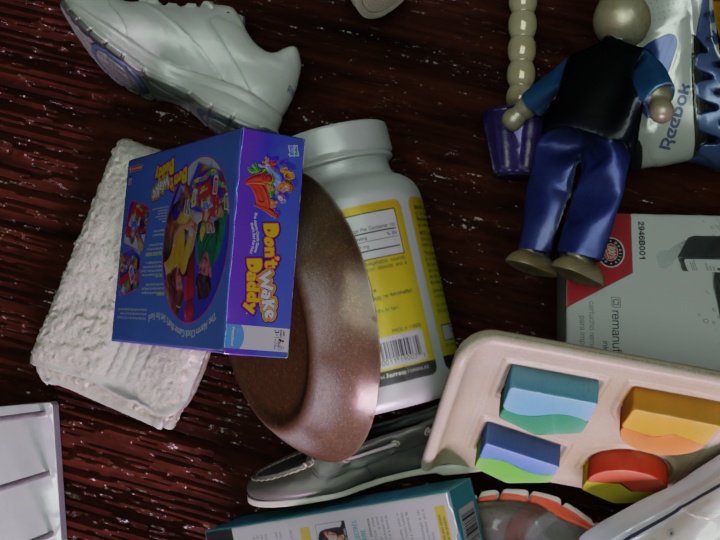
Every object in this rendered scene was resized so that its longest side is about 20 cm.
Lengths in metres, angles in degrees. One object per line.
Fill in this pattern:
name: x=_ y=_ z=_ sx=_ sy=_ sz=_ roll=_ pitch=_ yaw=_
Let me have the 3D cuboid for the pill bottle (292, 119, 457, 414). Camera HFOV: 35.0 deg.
pill bottle: x=0.000 y=0.000 z=0.825 sx=0.111 sy=0.112 sz=0.202 roll=-13 pitch=85 yaw=5

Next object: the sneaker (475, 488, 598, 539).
sneaker: x=0.139 y=0.214 z=0.795 sx=0.198 sy=0.082 sz=0.078 roll=8 pitch=128 yaw=16

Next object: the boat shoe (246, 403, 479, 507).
boat shoe: x=0.011 y=0.126 z=0.839 sx=0.198 sy=0.067 sz=0.058 roll=-11 pitch=96 yaw=-1

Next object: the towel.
towel: x=-0.164 y=0.010 z=0.881 sx=0.131 sy=0.034 sz=0.202 roll=20 pitch=89 yaw=6

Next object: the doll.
doll: x=0.150 y=-0.095 z=0.770 sx=0.136 sy=0.048 sz=0.202 roll=11 pitch=81 yaw=47

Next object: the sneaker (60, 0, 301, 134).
sneaker: x=-0.136 y=-0.170 z=0.879 sx=0.199 sy=0.075 sz=0.088 roll=28 pitch=78 yaw=0

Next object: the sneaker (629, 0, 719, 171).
sneaker: x=0.196 y=-0.160 z=0.829 sx=0.114 sy=0.081 sz=0.202 roll=-13 pitch=87 yaw=3

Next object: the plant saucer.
plant saucer: x=-0.052 y=0.034 z=0.777 sx=0.036 sy=0.200 sz=0.203 roll=-10 pitch=85 yaw=-30

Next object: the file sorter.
file sorter: x=-0.304 y=0.207 z=0.840 sx=0.137 sy=0.125 sz=0.203 roll=-5 pitch=87 yaw=6

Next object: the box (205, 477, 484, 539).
box: x=-0.010 y=0.207 z=0.816 sx=0.198 sy=0.049 sz=0.083 roll=-14 pitch=86 yaw=24

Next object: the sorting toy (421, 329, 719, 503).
sorting toy: x=0.145 y=0.105 z=0.727 sx=0.197 sy=0.186 sz=0.037 roll=6 pitch=58 yaw=-1

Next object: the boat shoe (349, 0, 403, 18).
boat shoe: x=0.054 y=-0.279 z=0.858 sx=0.200 sy=0.072 sz=0.068 roll=-41 pitch=59 yaw=-3

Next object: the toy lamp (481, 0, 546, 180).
toy lamp: x=0.119 y=-0.169 z=0.851 sx=0.057 sy=0.058 sz=0.203 roll=1 pitch=85 yaw=6

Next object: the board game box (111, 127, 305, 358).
board game box: x=-0.108 y=-0.014 z=0.768 sx=0.044 sy=0.199 sz=0.136 roll=7 pitch=86 yaw=-31

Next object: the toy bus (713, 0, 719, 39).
toy bus: x=0.346 y=-0.230 z=0.764 sx=0.189 sy=0.200 sz=0.138 roll=-3 pitch=87 yaw=-2

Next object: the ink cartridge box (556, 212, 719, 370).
ink cartridge box: x=0.238 y=0.043 z=0.790 sx=0.197 sy=0.084 sz=0.146 roll=2 pitch=64 yaw=5

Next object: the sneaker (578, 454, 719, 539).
sneaker: x=0.237 y=0.159 z=0.723 sx=0.199 sy=0.073 sz=0.071 roll=-37 pitch=60 yaw=22
